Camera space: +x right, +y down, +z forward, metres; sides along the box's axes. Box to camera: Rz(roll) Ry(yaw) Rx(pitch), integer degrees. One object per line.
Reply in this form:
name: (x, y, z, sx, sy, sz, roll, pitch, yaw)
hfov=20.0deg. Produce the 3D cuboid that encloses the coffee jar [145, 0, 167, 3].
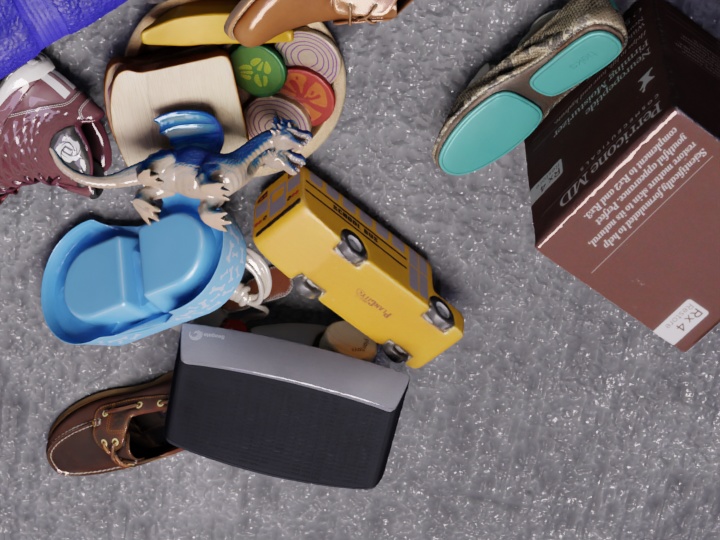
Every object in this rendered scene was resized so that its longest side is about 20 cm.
coffee jar: (-0.098, -0.283, 1.563, 0.200, 0.085, 0.104, -21, 121, 16)

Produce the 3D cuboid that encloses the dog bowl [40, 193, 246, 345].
dog bowl: (-0.182, 0.001, 1.739, 0.200, 0.112, 0.050, -20, 154, 28)

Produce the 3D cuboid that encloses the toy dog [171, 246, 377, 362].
toy dog: (-0.068, 0.053, 1.806, 0.200, 0.096, 0.132, 43, 122, -9)

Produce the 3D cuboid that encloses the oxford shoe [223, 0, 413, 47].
oxford shoe: (-0.010, -0.217, 1.575, 0.200, 0.071, 0.071, -27, 166, -1)

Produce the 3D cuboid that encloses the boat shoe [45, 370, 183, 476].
boat shoe: (-0.206, 0.145, 1.870, 0.200, 0.070, 0.070, -25, 121, 19)

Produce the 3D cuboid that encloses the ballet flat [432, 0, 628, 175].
ballet flat: (0.134, -0.157, 1.651, 0.068, 0.075, 0.200, 28, 126, -34)

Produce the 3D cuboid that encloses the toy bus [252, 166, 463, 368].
toy bus: (0.000, 0.000, 1.751, 0.200, 0.078, 0.065, 37, 120, -28)

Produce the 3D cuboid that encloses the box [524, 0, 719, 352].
box: (0.245, -0.081, 1.623, 0.164, 0.200, 0.166, 34, 118, -19)

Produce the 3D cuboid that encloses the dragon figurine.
dragon figurine: (-0.140, -0.088, 1.630, 0.200, 0.099, 0.059, 5, 132, 9)

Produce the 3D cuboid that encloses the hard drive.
hard drive: (-0.067, 0.122, 1.753, 0.200, 0.042, 0.135, 13, 128, -1)

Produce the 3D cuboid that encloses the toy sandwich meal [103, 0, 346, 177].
toy sandwich meal: (-0.112, -0.144, 1.667, 0.205, 0.070, 0.205, 1, 124, 1)

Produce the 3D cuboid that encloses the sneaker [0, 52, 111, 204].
sneaker: (-0.277, -0.075, 1.701, 0.115, 0.076, 0.200, 34, 120, -1)

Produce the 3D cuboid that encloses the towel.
towel: (-0.282, -0.225, 1.584, 0.200, 0.050, 0.148, -33, 120, -7)
